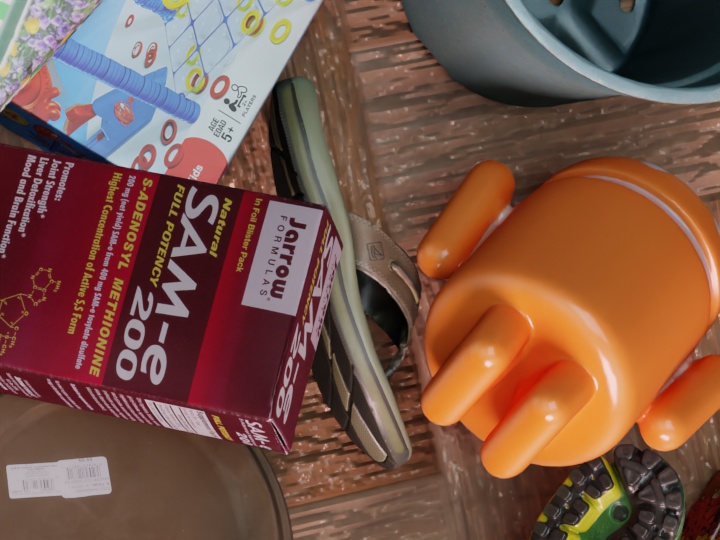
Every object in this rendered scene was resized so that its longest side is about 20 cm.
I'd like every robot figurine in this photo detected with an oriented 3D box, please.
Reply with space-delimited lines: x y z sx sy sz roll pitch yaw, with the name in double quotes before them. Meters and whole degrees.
"robot figurine" 0.107 0.017 1.274 0.200 0.144 0.117 -44 135 -45

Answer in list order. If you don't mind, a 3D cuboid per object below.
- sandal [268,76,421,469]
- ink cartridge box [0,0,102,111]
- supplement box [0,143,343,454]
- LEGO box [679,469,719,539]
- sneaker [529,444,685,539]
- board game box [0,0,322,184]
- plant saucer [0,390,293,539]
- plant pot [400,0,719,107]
"sandal" 0.000 -0.001 1.279 0.057 0.080 0.201 -12 88 -15
"ink cartridge box" -0.207 -0.107 1.181 0.109 0.050 0.200 42 74 -6
"supplement box" -0.119 0.009 1.206 0.200 0.061 0.109 11 73 11
"LEGO box" 0.234 0.219 1.331 0.200 0.077 0.149 40 76 -10
"sneaker" 0.094 0.179 1.294 0.200 0.085 0.078 -45 66 0
"board game box" -0.120 -0.156 1.270 0.196 0.056 0.200 31 77 -12
"plant saucer" -0.124 0.129 1.230 0.200 0.029 0.200 7 67 -17
"plant pot" 0.114 -0.167 1.268 0.200 0.196 0.200 2 85 -17
